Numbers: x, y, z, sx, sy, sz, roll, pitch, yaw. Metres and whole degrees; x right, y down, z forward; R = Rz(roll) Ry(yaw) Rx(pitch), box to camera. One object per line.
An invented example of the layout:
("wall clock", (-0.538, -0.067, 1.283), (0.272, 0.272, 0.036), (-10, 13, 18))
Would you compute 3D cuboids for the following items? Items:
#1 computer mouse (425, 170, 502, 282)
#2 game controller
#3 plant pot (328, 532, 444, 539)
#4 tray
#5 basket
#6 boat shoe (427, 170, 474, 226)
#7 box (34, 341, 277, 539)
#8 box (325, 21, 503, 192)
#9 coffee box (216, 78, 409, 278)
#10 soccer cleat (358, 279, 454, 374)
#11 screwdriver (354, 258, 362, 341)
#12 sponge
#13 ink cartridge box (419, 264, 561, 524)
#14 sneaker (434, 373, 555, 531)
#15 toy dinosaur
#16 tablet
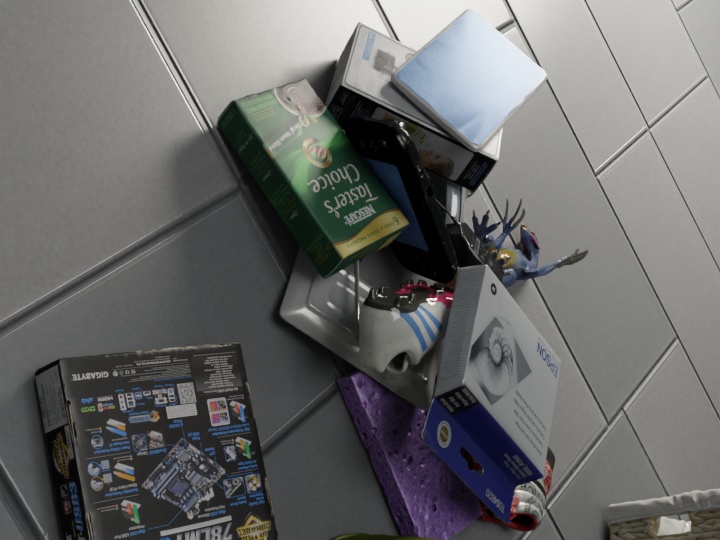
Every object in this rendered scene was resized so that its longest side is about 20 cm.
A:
("computer mouse", (0.090, -0.055, 1.320), (0.201, 0.034, 0.059), (52, 20, -7))
("game controller", (0.044, -0.076, 1.279), (0.042, 0.103, 0.202), (-41, 124, -30))
("plant pot", (0.065, 0.333, 1.099), (0.198, 0.192, 0.204), (18, 61, -38))
("tray", (0.010, 0.055, 1.251), (0.199, 0.022, 0.108), (34, 44, -19))
("basket", (0.433, 0.364, 1.449), (0.198, 0.197, 0.164), (20, 62, -38))
("boat shoe", (0.115, -0.119, 1.410), (0.066, 0.074, 0.203), (11, 64, -21))
("box", (-0.172, 0.170, 1.035), (0.198, 0.049, 0.202), (-3, 76, -46))
("box", (0.064, -0.185, 1.347), (0.198, 0.060, 0.118), (25, 48, -11))
("coffee box", (-0.047, -0.100, 1.238), (0.122, 0.044, 0.201), (-25, 78, -47))
("soccer cleat", (0.053, 0.059, 1.231), (0.199, 0.069, 0.088), (-4, 107, -59))
("screwdriver", (0.000, 0.000, 1.246), (0.029, 0.028, 0.202), (3, 43, -10))
("sponge", (0.055, 0.189, 1.266), (0.111, 0.030, 0.203), (-22, 90, -48))
("ink cartridge box", (0.144, 0.132, 1.243), (0.200, 0.040, 0.202), (47, 47, -41))
("sneaker", (0.143, 0.207, 1.318), (0.201, 0.067, 0.109), (43, 46, -27))
("toy dinosaur", (0.168, -0.017, 1.449), (0.106, 0.198, 0.181), (62, 7, 19))
("tablet", (0.128, -0.221, 1.359), (0.130, 0.014, 0.200), (41, 47, 4))
